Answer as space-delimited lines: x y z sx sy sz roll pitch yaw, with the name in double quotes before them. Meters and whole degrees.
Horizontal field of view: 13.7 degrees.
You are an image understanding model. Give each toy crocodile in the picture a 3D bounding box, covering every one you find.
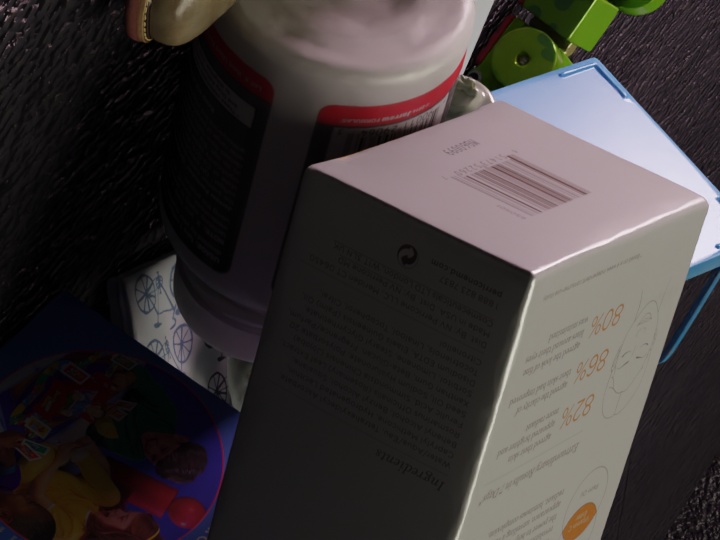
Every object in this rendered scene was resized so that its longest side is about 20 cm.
"toy crocodile" 0.110 -0.138 1.621 0.200 0.062 0.067 -54 154 3

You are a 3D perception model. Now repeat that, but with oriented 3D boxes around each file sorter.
"file sorter" 0.074 0.000 1.545 0.200 0.139 0.123 -21 150 -38

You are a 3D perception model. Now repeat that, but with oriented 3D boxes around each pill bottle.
"pill bottle" -0.025 -0.052 1.258 0.111 0.111 0.200 -44 161 -39

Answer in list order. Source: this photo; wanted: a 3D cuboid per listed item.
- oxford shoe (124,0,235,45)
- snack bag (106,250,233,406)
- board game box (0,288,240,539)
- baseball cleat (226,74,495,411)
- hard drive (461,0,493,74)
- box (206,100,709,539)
"oxford shoe" -0.013 -0.152 1.155 0.200 0.075 0.070 -50 165 -22
"snack bag" -0.058 0.079 1.411 0.189 0.021 0.200 -25 113 -61
"board game box" -0.133 0.114 1.220 0.200 0.134 0.045 -45 161 -36
"baseball cleat" 0.000 0.000 1.411 0.200 0.070 0.106 -53 160 -19
"hard drive" 0.007 -0.104 1.419 0.200 0.026 0.132 -37 156 -49
"box" 0.036 0.053 1.197 0.152 0.106 0.200 -21 133 -56
